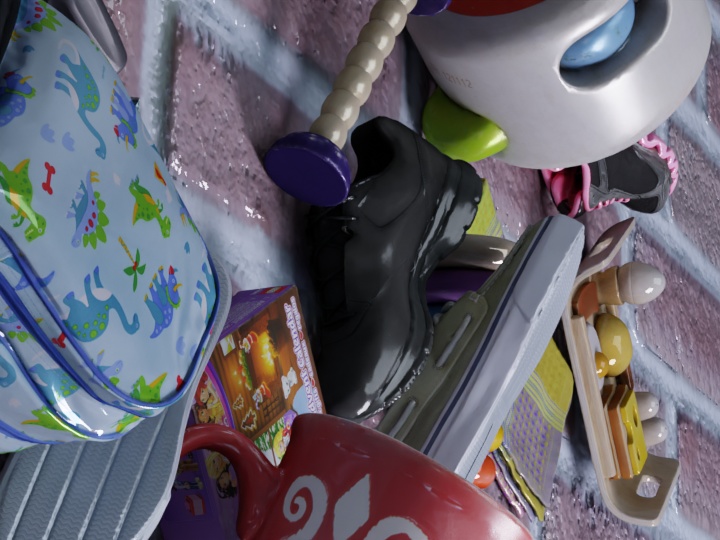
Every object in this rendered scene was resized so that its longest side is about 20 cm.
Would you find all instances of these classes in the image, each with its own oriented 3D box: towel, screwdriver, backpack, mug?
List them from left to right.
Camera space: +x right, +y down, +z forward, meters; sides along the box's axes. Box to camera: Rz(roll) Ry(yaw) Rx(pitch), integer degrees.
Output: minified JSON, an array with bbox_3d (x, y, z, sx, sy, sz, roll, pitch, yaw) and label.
[{"bbox_3d":[-0.145,-0.016,0.952,0.164,0.152,0.201,-75,160,-52],"label":"backpack"},{"bbox_3d":[-0.156,-0.170,1.075,0.029,0.028,0.201,-68,144,-46],"label":"screwdriver"},{"bbox_3d":[-0.038,0.179,1.103,0.201,0.176,0.134,-62,161,-16],"label":"mug"},{"bbox_3d":[0.097,0.054,1.566,0.201,0.023,0.144,64,31,-35],"label":"towel"}]

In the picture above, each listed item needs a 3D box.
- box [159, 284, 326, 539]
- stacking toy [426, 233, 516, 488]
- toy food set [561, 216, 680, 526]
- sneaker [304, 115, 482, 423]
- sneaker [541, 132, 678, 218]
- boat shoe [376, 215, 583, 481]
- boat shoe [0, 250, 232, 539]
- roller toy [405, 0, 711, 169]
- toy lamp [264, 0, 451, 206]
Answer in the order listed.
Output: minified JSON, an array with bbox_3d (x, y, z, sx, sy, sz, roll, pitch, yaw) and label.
[{"bbox_3d":[-0.053,0.123,1.204,0.137,0.039,0.202,-38,117,-61],"label":"box"},{"bbox_3d":[0.058,0.082,1.415,0.085,0.085,0.202,22,68,-62],"label":"stacking toy"},{"bbox_3d":[0.202,0.073,1.719,0.144,0.060,0.202,-44,123,-69],"label":"toy food set"},{"bbox_3d":[0.000,0.000,1.331,0.091,0.076,0.201,39,51,-27],"label":"sneaker"},{"bbox_3d":[0.170,-0.075,1.720,0.200,0.078,0.096,38,66,-53],"label":"sneaker"},{"bbox_3d":[0.064,0.049,1.343,0.201,0.062,0.072,-60,165,-15],"label":"boat shoe"},{"bbox_3d":[-0.113,0.077,1.060,0.201,0.072,0.062,-63,-177,-35],"label":"boat shoe"},{"bbox_3d":[0.123,-0.174,1.496,0.140,0.181,0.201,57,35,-41],"label":"roller toy"},{"bbox_3d":[0.008,-0.128,1.341,0.058,0.058,0.201,57,48,-43],"label":"toy lamp"}]
